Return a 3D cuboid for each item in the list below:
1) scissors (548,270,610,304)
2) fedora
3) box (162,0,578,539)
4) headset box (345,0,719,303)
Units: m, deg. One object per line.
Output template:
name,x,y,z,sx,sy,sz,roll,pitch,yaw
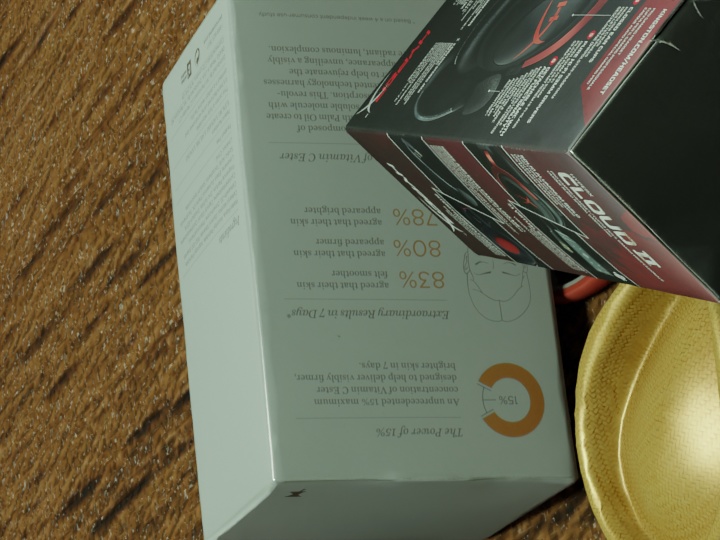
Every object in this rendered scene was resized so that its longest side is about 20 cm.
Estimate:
scissors,0.118,-0.047,0.967,0.200,0.014,0.073,-32,56,53
fedora,0.127,0.044,0.863,0.200,0.082,0.202,-14,73,58
box,0.000,0.000,1.037,0.097,0.124,0.201,135,133,-62
headset box,0.099,-0.074,0.849,0.149,0.075,0.200,-52,20,-11
